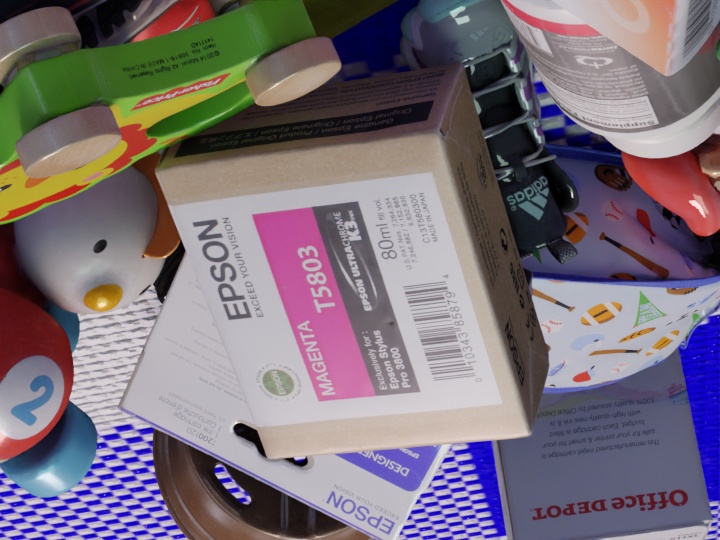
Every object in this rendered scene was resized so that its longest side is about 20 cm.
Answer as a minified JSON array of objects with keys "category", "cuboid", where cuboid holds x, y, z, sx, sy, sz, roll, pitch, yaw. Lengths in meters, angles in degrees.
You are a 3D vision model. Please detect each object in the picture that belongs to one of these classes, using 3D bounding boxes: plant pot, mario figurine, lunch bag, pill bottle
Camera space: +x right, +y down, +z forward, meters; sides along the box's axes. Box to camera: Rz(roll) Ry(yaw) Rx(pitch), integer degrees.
[{"category":"plant pot","cuboid":[-0.045,0.108,1.284,0.198,0.202,0.198,-5,170,-5]},{"category":"mario figurine","cuboid":[0.253,-0.096,1.142,0.198,0.107,0.124,-11,133,8]},{"category":"lunch bag","cuboid":[0.145,0.001,1.254,0.198,0.125,0.170,6,152,-10]},{"category":"pill bottle","cuboid":[0.135,-0.135,0.969,0.110,0.112,0.200,-14,155,14]}]

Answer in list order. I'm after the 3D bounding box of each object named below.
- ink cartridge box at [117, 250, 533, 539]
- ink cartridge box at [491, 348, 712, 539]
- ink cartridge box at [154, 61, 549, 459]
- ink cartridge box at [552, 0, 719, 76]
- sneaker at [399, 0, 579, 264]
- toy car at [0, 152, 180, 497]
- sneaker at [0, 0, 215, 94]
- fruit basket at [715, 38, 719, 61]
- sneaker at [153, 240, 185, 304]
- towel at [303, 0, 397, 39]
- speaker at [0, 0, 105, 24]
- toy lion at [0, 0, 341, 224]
[{"category":"ink cartridge box","cuboid":[-0.024,0.043,1.145,0.197,0.043,0.201,27,118,0]},{"category":"ink cartridge box","cuboid":[0.167,0.113,1.404,0.144,0.202,0.083,-7,155,-1]},{"category":"ink cartridge box","cuboid":[0.000,0.000,1.035,0.163,0.075,0.201,-8,122,20]},{"category":"ink cartridge box","cuboid":[0.062,-0.182,0.770,0.199,0.050,0.162,33,164,19]},{"category":"sneaker","cuboid":[0.084,-0.069,1.051,0.077,0.141,0.200,-24,158,0]},{"category":"toy car","cuboid":[-0.179,0.004,1.135,0.199,0.178,0.184,-28,139,14]},{"category":"sneaker","cuboid":[-0.156,-0.103,1.002,0.199,0.078,0.085,-24,156,33]},{"category":"fruit basket","cuboid":[0.234,-0.122,0.977,0.093,0.186,0.200,28,158,9]},{"category":"sneaker","cuboid":[-0.045,-0.020,1.196,0.198,0.085,0.077,-15,155,17]},{"category":"towel","cuboid":[-0.050,-0.136,1.026,0.199,0.018,0.086,-26,150,34]},{"category":"speaker","cuboid":[-0.168,-0.147,0.896,0.199,0.082,0.081,-22,152,28]},{"category":"toy lion","cuboid":[-0.132,-0.071,0.932,0.199,0.069,0.191,-21,173,-31]}]
